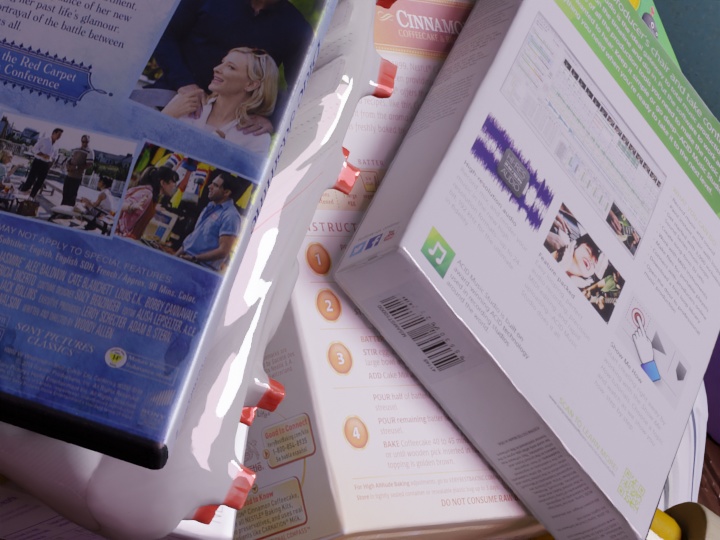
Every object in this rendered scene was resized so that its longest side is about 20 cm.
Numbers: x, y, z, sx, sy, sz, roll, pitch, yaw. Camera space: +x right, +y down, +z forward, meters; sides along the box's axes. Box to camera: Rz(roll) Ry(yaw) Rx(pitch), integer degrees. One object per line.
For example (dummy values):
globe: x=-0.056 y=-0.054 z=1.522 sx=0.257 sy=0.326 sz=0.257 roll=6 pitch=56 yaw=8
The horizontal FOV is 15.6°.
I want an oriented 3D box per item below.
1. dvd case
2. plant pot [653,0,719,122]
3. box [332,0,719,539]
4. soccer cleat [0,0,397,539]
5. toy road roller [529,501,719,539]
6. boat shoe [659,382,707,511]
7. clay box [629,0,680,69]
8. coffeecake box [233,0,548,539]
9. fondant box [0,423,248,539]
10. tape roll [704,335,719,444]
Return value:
dvd case: x=-0.087 y=-0.058 z=0.697 sx=0.018 sy=0.142 sz=0.200 roll=98 pitch=10 yaw=-64
plant pot: x=0.167 y=-0.116 z=1.149 sx=0.200 sy=0.135 sz=0.200 roll=-37 pitch=136 yaw=-47
box: x=0.076 y=-0.015 z=0.943 sx=0.144 sy=0.036 sz=0.200 roll=50 pitch=42 yaw=-21
soccer cleat: x=-0.045 y=-0.023 z=0.724 sx=0.077 sy=0.069 sz=0.200 roll=24 pitch=65 yaw=-14
toy road roller: x=0.095 y=0.165 z=1.022 sx=0.123 sy=0.200 sz=0.146 roll=35 pitch=81 yaw=-14
boat shoe: x=0.113 y=0.095 z=1.150 sx=0.067 sy=0.073 sz=0.200 roll=-31 pitch=112 yaw=-55
clay box: x=0.069 y=-0.079 z=1.072 sx=0.048 sy=0.115 sz=0.200 roll=-56 pitch=131 yaw=-43
coffeecake box: x=0.000 y=0.000 z=0.932 sx=0.153 sy=0.073 sz=0.200 roll=1 pitch=72 yaw=-48
fondant box: x=-0.124 y=-0.009 z=0.743 sx=0.200 sy=0.058 sz=0.145 roll=18 pitch=68 yaw=-27
tape roll: x=0.230 y=-0.007 z=1.324 sx=0.200 sy=0.085 sz=0.200 roll=7 pitch=81 yaw=-55
